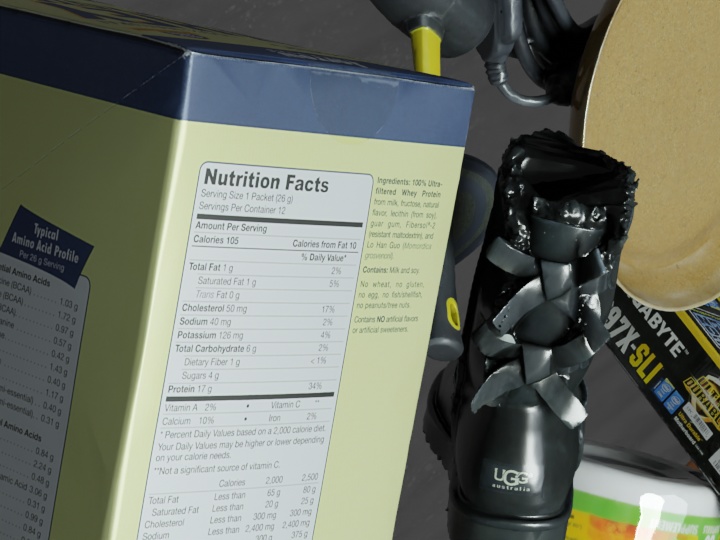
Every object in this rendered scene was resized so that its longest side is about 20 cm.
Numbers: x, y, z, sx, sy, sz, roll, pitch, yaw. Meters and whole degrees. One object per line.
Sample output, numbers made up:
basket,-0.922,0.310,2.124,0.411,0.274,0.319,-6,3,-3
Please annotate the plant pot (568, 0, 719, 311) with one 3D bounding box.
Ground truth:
plant pot,0.161,-0.080,1.057,0.200,0.027,0.200,-17,115,-42

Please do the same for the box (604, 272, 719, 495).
box,0.221,0.078,1.139,0.049,0.160,0.200,-49,143,18

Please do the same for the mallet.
mallet,0.035,-0.051,0.917,0.066,0.041,0.200,27,50,-52

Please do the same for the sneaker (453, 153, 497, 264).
sneaker,0.000,0.000,0.925,0.200,0.081,0.074,-27,122,-41

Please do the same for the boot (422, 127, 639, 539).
boot,0.073,0.019,0.948,0.198,0.073,0.163,-83,-179,-72

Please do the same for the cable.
cable,0.112,-0.182,1.017,0.163,0.051,0.200,-24,119,-42

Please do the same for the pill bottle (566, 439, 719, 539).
pill bottle,0.109,0.191,1.090,0.111,0.111,0.200,8,96,-50

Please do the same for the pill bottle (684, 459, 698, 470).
pill bottle,0.239,0.181,1.241,0.106,0.106,0.200,-54,136,-22

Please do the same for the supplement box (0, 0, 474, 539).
supplement box,-0.093,0.013,0.730,0.134,0.200,0.200,2,102,-50
